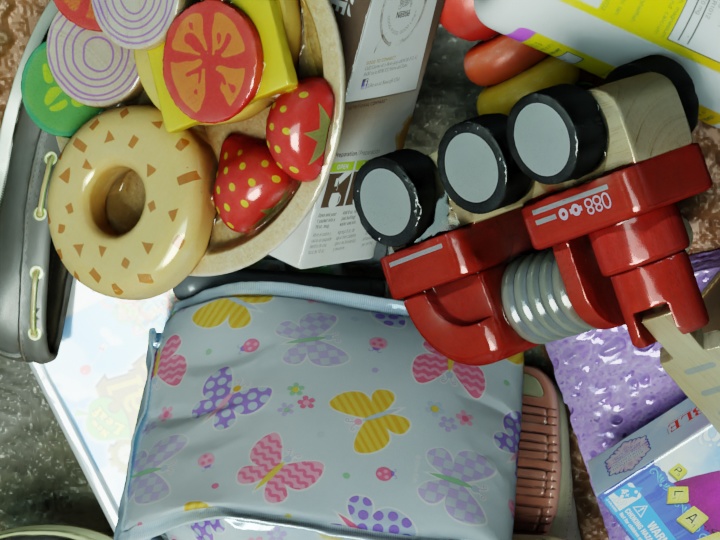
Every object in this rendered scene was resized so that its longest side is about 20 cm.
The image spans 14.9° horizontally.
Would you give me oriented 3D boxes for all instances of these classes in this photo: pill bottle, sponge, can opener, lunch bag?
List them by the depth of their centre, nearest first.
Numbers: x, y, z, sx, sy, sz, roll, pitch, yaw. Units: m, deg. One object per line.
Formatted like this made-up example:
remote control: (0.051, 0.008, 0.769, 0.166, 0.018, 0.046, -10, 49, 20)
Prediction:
pill bottle: (0.164, -0.136, 1.394, 0.199, 0.104, 0.105, 23, 114, -13)
lunch bag: (-0.022, 0.104, 1.438, 0.198, 0.170, 0.128, 10, 136, -4)
can opener: (0.000, 0.000, 1.485, 0.198, 0.067, 0.054, 4, 91, -10)
sponge: (0.179, 0.095, 1.529, 0.111, 0.030, 0.201, -15, 107, 15)

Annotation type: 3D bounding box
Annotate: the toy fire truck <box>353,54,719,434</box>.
toy fire truck: (0.116, 0.011, 1.371, 0.175, 0.128, 0.201, -20, 89, 46)

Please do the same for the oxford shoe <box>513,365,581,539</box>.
oxford shoe: (0.093, 0.152, 1.556, 0.070, 0.074, 0.202, 11, 99, 37)

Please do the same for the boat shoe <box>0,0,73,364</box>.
boat shoe: (-0.167, -0.050, 1.498, 0.060, 0.072, 0.203, 15, 87, 9)

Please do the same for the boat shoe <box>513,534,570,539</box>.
boat shoe: (0.033, 0.173, 1.514, 0.199, 0.065, 0.072, 3, 137, 26)

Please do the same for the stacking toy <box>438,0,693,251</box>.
stacking toy: (0.096, -0.082, 1.455, 0.085, 0.085, 0.201, -25, 100, 19)

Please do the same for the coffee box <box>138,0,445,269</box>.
coffee box: (-0.029, -0.117, 1.430, 0.114, 0.080, 0.201, 25, 108, 28)

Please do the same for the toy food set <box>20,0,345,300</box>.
toy food set: (-0.093, -0.095, 1.397, 0.199, 0.049, 0.199, -20, 82, 36)

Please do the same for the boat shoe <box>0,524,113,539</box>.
boat shoe: (-0.139, 0.192, 1.518, 0.199, 0.065, 0.074, 11, 108, 21)

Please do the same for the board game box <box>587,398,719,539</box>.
board game box: (0.259, 0.129, 1.484, 0.199, 0.041, 0.200, -34, 113, 12)

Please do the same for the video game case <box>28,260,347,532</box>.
video game case: (-0.079, 0.062, 1.537, 0.181, 0.022, 0.201, -26, 97, 4)

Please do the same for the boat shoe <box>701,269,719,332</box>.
boat shoe: (0.237, -0.023, 1.429, 0.200, 0.072, 0.068, -42, 129, 8)
